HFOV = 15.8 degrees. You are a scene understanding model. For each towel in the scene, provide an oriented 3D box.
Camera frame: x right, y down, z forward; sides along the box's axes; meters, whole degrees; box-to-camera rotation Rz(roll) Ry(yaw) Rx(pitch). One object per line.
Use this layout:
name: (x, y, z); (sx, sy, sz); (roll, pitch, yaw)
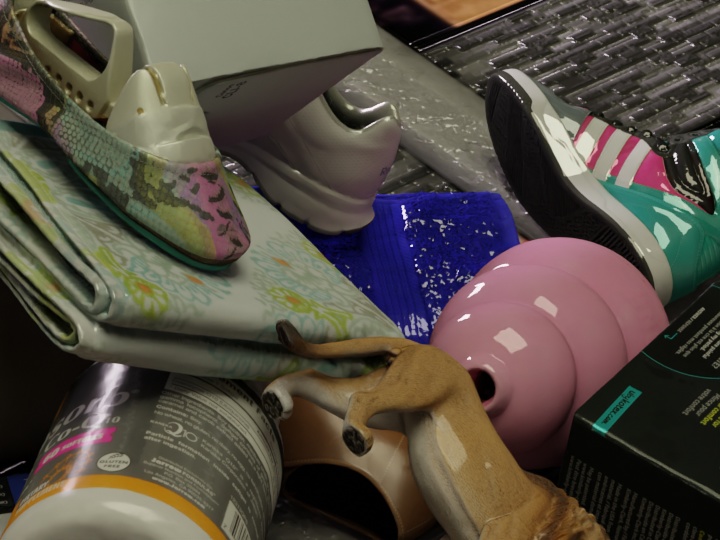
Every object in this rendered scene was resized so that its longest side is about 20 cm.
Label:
towel: (0.000, 0.000, 1.511); (0.199, 0.050, 0.148); (-1, 38, -12)
towel: (-0.094, -0.005, 1.255); (0.199, 0.048, 0.171); (8, 28, -42)

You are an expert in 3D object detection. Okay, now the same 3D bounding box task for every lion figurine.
lion figurine: (0.045, 0.093, 1.219); (0.122, 0.072, 0.201); (-27, 91, -40)

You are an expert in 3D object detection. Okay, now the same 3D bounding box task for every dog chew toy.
dog chew toy: (0.091, 0.049, 1.367); (0.124, 0.125, 0.200); (22, 12, 17)

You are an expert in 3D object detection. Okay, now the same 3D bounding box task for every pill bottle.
pill bottle: (-0.097, 0.105, 1.221); (0.116, 0.117, 0.200); (10, 28, 2)

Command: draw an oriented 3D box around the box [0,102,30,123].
box: (-0.196, -0.092, 1.499); (0.128, 0.109, 0.200); (41, 27, -27)

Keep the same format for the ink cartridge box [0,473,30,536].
ink cartridge box: (-0.177, 0.149, 1.288); (0.199, 0.044, 0.094); (-6, 41, -19)

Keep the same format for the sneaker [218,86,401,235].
sneaker: (-0.065, -0.103, 1.482); (0.199, 0.087, 0.075); (28, 27, -7)

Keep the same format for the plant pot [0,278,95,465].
plant pot: (-0.199, 0.025, 1.350); (0.173, 0.201, 0.200); (9, 34, -29)

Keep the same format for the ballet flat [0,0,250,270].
ballet flat: (-0.119, -0.080, 1.234); (0.200, 0.071, 0.069); (40, 25, 31)

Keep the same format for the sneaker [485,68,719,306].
sneaker: (0.170, -0.065, 1.596); (0.120, 0.084, 0.200); (-18, 53, -24)

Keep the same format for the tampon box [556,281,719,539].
tampon box: (0.216, 0.130, 1.321); (0.200, 0.127, 0.150); (30, 43, 24)

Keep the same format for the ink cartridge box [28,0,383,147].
ink cartridge box: (-0.106, -0.170, 1.361); (0.144, 0.145, 0.201); (-13, 81, -32)

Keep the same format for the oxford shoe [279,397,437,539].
oxford shoe: (-0.040, 0.080, 1.385); (0.199, 0.072, 0.071); (28, 45, 21)
